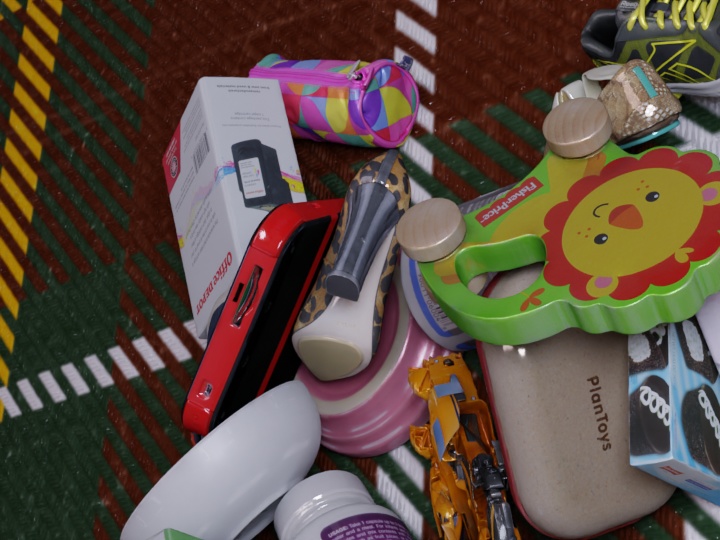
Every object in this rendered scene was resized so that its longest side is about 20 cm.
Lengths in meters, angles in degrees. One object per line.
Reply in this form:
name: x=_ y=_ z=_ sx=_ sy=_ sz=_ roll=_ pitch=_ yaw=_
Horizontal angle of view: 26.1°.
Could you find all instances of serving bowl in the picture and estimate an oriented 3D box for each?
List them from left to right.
serving bowl: x=-0.103 y=0.183 z=1.288 sx=0.066 sy=0.200 sz=0.200 roll=47 pitch=109 yaw=13

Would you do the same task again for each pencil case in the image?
pencil case: x=-0.031 y=-0.165 z=1.479 sx=0.199 sy=0.088 sz=0.089 roll=7 pitch=76 yaw=49

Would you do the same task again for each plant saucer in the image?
plant saucer: x=0.003 y=0.060 z=1.356 sx=0.199 sy=0.051 sz=0.203 roll=-23 pitch=56 yaw=38

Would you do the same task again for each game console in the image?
game console: x=-0.070 y=0.035 z=1.268 sx=0.031 sy=0.177 sz=0.202 roll=28 pitch=105 yaw=14

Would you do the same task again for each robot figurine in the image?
robot figurine: x=0.080 y=0.170 z=1.171 sx=0.057 sy=0.146 sz=0.201 roll=-8 pitch=44 yaw=-5

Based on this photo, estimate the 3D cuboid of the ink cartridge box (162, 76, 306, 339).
ink cartridge box: x=-0.115 y=-0.056 z=1.452 sx=0.146 sy=0.082 sz=0.202 roll=128 pitch=134 yaw=-54

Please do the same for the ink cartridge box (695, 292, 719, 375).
ink cartridge box: x=0.315 y=0.020 z=0.992 sx=0.199 sy=0.057 sz=0.164 roll=-23 pitch=89 yaw=41

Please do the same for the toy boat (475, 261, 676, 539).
toy boat: x=0.145 y=0.085 z=1.120 sx=0.131 sy=0.129 sz=0.202 roll=-173 pitch=68 yaw=-73

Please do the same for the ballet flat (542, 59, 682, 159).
ballet flat: x=0.184 y=-0.120 z=1.191 sx=0.066 sy=0.070 sz=0.200 roll=65 pitch=161 yaw=-1

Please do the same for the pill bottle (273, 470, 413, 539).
pill bottle: x=0.004 y=0.255 z=1.212 sx=0.112 sy=0.112 sz=0.201 roll=-48 pitch=44 yaw=17

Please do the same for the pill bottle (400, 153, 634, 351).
pill bottle: x=0.138 y=-0.015 z=1.204 sx=0.199 sy=0.113 sz=0.115 roll=-20 pitch=57 yaw=38

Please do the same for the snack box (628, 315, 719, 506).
snack box: x=0.230 y=0.050 z=1.073 sx=0.037 sy=0.116 sz=0.202 roll=-17 pitch=59 yaw=39

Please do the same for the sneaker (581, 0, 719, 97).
sneaker: x=0.235 y=-0.174 z=1.152 sx=0.199 sy=0.084 sz=0.075 roll=-21 pitch=40 yaw=60

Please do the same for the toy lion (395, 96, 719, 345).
toy lion: x=0.147 y=-0.018 z=1.017 sx=0.199 sy=0.069 sz=0.192 roll=-34 pitch=40 yaw=-4

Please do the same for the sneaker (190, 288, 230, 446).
sneaker: x=-0.109 y=0.106 z=1.376 sx=0.085 sy=0.074 sz=0.201 roll=-84 pitch=4 yaw=-49

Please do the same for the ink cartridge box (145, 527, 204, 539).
ink cartridge box: x=-0.098 y=0.305 z=1.228 sx=0.084 sy=0.199 sz=0.147 roll=-35 pitch=49 yaw=24

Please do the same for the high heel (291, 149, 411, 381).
high heel: x=0.000 y=0.000 z=1.277 sx=0.201 sy=0.071 sz=0.144 roll=106 pitch=-175 yaw=-58
